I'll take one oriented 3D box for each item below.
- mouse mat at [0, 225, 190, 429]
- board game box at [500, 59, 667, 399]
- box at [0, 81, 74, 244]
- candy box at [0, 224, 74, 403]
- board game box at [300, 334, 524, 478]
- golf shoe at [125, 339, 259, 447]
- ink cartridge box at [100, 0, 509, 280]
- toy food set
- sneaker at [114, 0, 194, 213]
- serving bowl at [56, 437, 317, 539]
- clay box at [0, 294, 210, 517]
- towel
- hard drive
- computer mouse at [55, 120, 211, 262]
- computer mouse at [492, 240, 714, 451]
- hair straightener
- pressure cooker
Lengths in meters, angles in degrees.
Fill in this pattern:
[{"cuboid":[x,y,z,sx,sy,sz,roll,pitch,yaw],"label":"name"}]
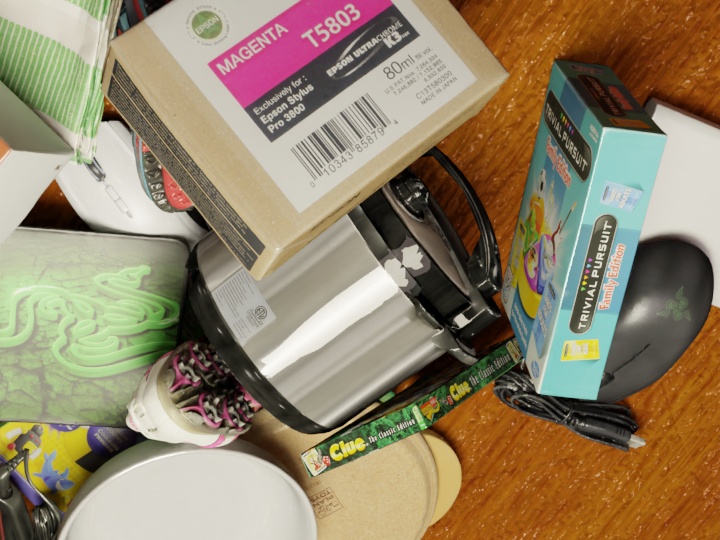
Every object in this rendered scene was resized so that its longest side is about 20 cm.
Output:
[{"cuboid":[-0.231,0.043,0.989,0.199,0.008,0.161,4,113,-15],"label":"mouse mat"},{"cuboid":[0.154,-0.033,0.973,0.047,0.151,0.201,6,115,-8],"label":"board game box"},{"cuboid":[-0.309,-0.098,0.871,0.200,0.097,0.124,43,100,6],"label":"box"},{"cuboid":[-0.301,0.005,0.995,0.116,0.057,0.201,-18,118,2],"label":"candy box"},{"cuboid":[0.046,0.096,0.992,0.105,0.200,0.024,-30,86,29],"label":"board game box"},{"cuboid":[-0.122,0.095,0.934,0.092,0.200,0.073,-31,87,4],"label":"golf shoe"},{"cuboid":[-0.035,-0.120,0.843,0.200,0.075,0.165,-39,88,-20],"label":"ink cartridge box"},{"cuboid":[-0.031,0.178,1.112,0.200,0.049,0.198,-42,112,14],"label":"toy food set"},{"cuboid":[-0.130,-0.142,0.925,0.079,0.095,0.201,-8,109,-29],"label":"sneaker"},{"cuboid":[-0.137,0.201,1.041,0.199,0.066,0.201,-8,121,-13],"label":"serving bowl"},{"cuboid":[-0.188,0.113,1.063,0.200,0.048,0.115,-33,115,11],"label":"clay box"},{"cuboid":[-0.224,-0.185,0.892,0.152,0.023,0.201,24,115,17],"label":"towel"},{"cuboid":[0.283,-0.040,1.052,0.199,0.027,0.132,19,113,-15],"label":"hard drive"},{"cuboid":[-0.182,-0.069,0.978,0.110,0.044,0.200,-37,114,11],"label":"computer mouse"},{"cuboid":[0.210,0.065,1.063,0.138,0.053,0.200,23,120,-16],"label":"computer mouse"},{"cuboid":[-0.253,0.213,1.070,0.077,0.041,0.200,17,132,9],"label":"hair straightener"},{"cuboid":[-0.001,0.000,0.957,0.200,0.179,0.176,-38,111,13],"label":"pressure cooker"}]
